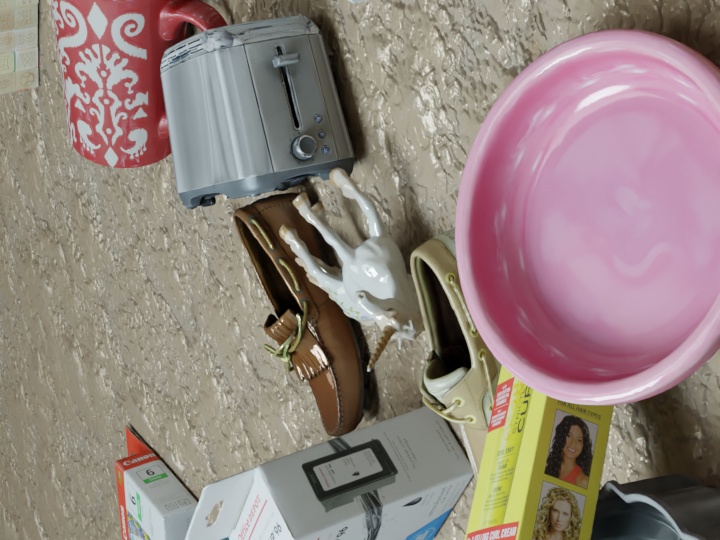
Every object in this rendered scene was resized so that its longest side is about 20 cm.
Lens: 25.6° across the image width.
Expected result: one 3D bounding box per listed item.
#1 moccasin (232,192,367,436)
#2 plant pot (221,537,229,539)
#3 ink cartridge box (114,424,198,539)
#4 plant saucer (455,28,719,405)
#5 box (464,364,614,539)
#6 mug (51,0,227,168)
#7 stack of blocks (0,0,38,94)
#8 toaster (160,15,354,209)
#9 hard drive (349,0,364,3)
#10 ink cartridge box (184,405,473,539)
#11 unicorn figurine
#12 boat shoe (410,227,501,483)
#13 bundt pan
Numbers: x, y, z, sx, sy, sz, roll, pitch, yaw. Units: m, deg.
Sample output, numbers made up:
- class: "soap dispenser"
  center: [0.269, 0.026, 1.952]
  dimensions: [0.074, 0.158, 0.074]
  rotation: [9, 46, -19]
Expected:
- class: "moccasin"
  center: [-0.051, 0.039, 1.292]
  dimensions: [0.073, 0.077, 0.204]
  rotation: [-7, 102, 62]
- class: "plant pot"
  center: [-0.036, 0.306, 1.302]
  dimensions: [0.197, 0.199, 0.201]
  rotation: [52, 146, 23]
- class: "ink cartridge box"
  center: [-0.241, 0.271, 1.803]
  dimensions: [0.200, 0.050, 0.110]
  rotation: [36, 134, 50]
- class: "plant saucer"
  center: [0.140, -0.027, 0.867]
  dimensions: [0.199, 0.050, 0.204]
  rotation: [-7, 79, 42]
- class: "box"
  center: [0.111, 0.091, 0.937]
  dimensions: [0.075, 0.050, 0.202]
  rotation: [-31, 42, 63]
- class: "mug"
  center: [-0.206, -0.190, 1.418]
  dimensions: [0.178, 0.132, 0.202]
  rotation: [52, 149, 39]
- class: "stack of blocks"
  center: [-0.416, -0.318, 1.819]
  dimensions: [0.115, 0.058, 0.202]
  rotation: [52, 145, 37]
- class: "toaster"
  center: [-0.089, -0.123, 1.251]
  dimensions: [0.199, 0.112, 0.131]
  rotation: [-4, 96, 65]
- class: "hard drive"
  center: [-0.049, -0.292, 1.177]
  dimensions: [0.200, 0.026, 0.133]
  rotation: [38, 136, 48]
- class: "ink cartridge box"
  center: [-0.026, 0.182, 1.190]
  dimensions: [0.068, 0.198, 0.117]
  rotation: [59, 149, 26]
- class: "unicorn figurine"
  center: [0.000, 0.000, 1.169]
  dimensions: [0.138, 0.074, 0.200]
  rotation: [53, 180, 7]
- class: "boat shoe"
  center: [0.072, 0.069, 1.090]
  dimensions: [0.074, 0.066, 0.203]
  rotation: [5, 108, 61]
- class: "bundt pan"
  center: [0.195, 0.209, 0.921]
  dimensions: [0.202, 0.075, 0.204]
  rotation: [39, 137, 49]
